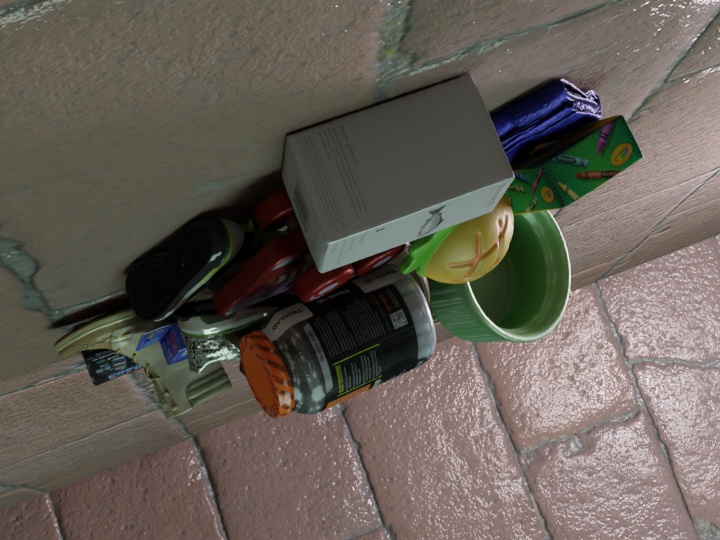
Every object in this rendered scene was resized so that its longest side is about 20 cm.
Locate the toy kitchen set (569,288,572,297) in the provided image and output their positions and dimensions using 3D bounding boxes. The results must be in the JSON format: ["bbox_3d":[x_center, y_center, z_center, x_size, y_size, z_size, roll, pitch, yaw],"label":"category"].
[{"bbox_3d":[0.288,-0.066,1.775,0.162,0.182,0.200,-18,169,-22],"label":"toy kitchen set"}]

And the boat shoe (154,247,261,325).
[{"bbox_3d":[-0.180,0.007,1.515,0.199,0.066,0.072,-26,149,35],"label":"boat shoe"}]

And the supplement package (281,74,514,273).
[{"bbox_3d":[0.034,-0.095,1.270,0.198,0.118,0.117,-20,168,-10],"label":"supplement package"}]

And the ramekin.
[{"bbox_3d":[0.171,-0.001,1.654,0.198,0.203,0.097,-13,179,-40],"label":"ramekin"}]

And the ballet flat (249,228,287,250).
[{"bbox_3d":[-0.123,-0.008,1.589,0.069,0.070,0.200,-19,168,-15],"label":"ballet flat"}]

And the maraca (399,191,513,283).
[{"bbox_3d":[0.107,-0.043,1.425,0.138,0.107,0.200,-52,164,17],"label":"maraca"}]

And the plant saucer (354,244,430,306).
[{"bbox_3d":[0.000,0.000,1.583,0.200,0.200,0.030,-34,-162,52],"label":"plant saucer"}]

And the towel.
[{"bbox_3d":[0.178,-0.150,1.475,0.199,0.050,0.147,-27,168,26],"label":"towel"}]

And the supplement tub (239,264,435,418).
[{"bbox_3d":[-0.026,0.081,1.414,0.198,0.124,0.123,-22,171,-23],"label":"supplement tub"}]

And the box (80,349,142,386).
[{"bbox_3d":[-0.287,0.088,1.753,0.198,0.050,0.199,-21,170,-12],"label":"box"}]

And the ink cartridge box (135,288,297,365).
[{"bbox_3d":[-0.171,0.071,1.553,0.198,0.042,0.119,-16,172,-19],"label":"ink cartridge box"}]

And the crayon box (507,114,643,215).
[{"bbox_3d":[0.235,-0.122,1.520,0.118,0.059,0.200,-32,-172,-15],"label":"crayon box"}]

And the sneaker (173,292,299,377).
[{"bbox_3d":[-0.120,0.077,1.474,0.198,0.090,0.077,-4,-165,-24],"label":"sneaker"}]

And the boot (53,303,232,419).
[{"bbox_3d":[-0.274,0.119,1.618,0.198,0.156,0.072,-20,-174,-13],"label":"boot"}]

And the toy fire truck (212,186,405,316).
[{"bbox_3d":[-0.056,-0.022,1.403,0.199,0.113,0.168,-24,171,-41],"label":"toy fire truck"}]

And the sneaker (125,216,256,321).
[{"bbox_3d":[-0.186,0.000,1.437,0.199,0.072,0.082,-30,168,41],"label":"sneaker"}]

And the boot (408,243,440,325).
[{"bbox_3d":[0.046,0.007,1.673,0.072,0.156,0.199,-25,168,26],"label":"boot"}]
